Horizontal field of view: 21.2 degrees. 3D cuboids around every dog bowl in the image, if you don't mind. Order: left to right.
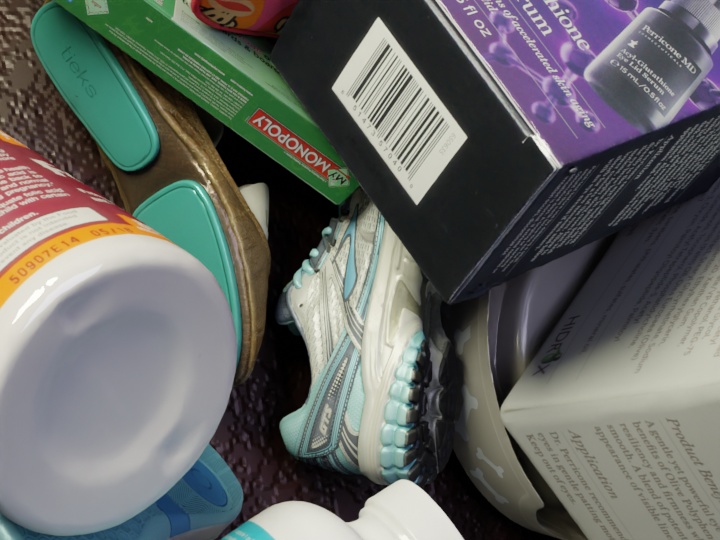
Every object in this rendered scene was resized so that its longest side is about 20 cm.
[{"bbox_3d":[0.118,0.048,1.001,0.199,0.058,0.202,8,77,-39],"label":"dog bowl"}]

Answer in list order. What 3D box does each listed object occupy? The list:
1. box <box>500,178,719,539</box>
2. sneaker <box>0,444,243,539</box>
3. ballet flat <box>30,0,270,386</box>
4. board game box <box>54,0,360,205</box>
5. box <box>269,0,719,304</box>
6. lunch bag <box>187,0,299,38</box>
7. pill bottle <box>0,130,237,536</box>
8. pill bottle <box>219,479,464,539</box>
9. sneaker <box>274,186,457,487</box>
[{"bbox_3d":[0.217,0.066,0.930,0.200,0.171,0.200,53,53,-20],"label":"box"},{"bbox_3d":[-0.134,0.130,0.818,0.080,0.131,0.200,45,18,12],"label":"sneaker"},{"bbox_3d":[-0.084,-0.047,0.903,0.072,0.068,0.201,-29,91,-51],"label":"ballet flat"},{"bbox_3d":[-0.077,-0.129,0.899,0.199,0.029,0.135,36,27,-22],"label":"board game box"},{"bbox_3d":[0.086,-0.096,0.872,0.199,0.105,0.148,-24,70,-40],"label":"box"},{"bbox_3d":[0.011,-0.184,0.875,0.199,0.176,0.082,0,54,-59],"label":"lunch bag"},{"bbox_3d":[-0.147,0.008,0.744,0.113,0.199,0.115,-22,126,-34],"label":"pill bottle"},{"bbox_3d":[-0.045,0.164,0.739,0.199,0.111,0.111,-33,98,-16],"label":"pill bottle"},{"bbox_3d":[0.000,0.000,0.920,0.078,0.085,0.202,35,58,-65],"label":"sneaker"}]
